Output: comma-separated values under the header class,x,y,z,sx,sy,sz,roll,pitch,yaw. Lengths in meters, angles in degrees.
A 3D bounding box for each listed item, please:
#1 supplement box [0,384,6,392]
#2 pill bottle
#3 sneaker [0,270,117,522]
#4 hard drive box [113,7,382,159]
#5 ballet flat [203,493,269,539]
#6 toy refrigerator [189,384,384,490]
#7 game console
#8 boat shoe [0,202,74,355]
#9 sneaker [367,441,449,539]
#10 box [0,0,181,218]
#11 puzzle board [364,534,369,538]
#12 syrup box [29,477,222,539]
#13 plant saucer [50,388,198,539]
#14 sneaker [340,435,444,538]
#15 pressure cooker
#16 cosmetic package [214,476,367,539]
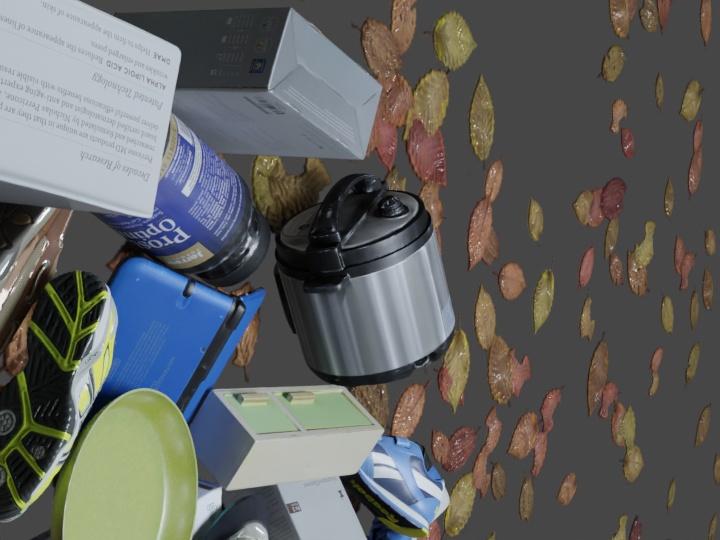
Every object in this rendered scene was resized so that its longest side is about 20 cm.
class,x,y,z,sx,sy,sz,roll,pitch,yaw
supplement box,-0.323,0.180,0.966,0.067,0.069,0.200,25,71,-58
pill bottle,-0.167,-0.065,1.120,0.200,0.112,0.112,43,60,-50
sneaker,-0.234,0.103,0.971,0.076,0.075,0.200,65,45,-64
hard drive box,-0.108,-0.163,1.113,0.156,0.200,0.077,32,68,-55
ballet flat,-0.126,0.276,1.134,0.200,0.073,0.073,-38,126,-48
toy refrigerator,-0.071,0.160,1.245,0.200,0.076,0.070,4,123,-52
game console,-0.190,0.085,1.133,0.171,0.118,0.200,26,98,-26
boat shoe,-0.280,-0.006,1.002,0.200,0.076,0.072,-58,144,-19
sneaker,0.033,0.286,1.504,0.200,0.077,0.111,-43,116,-45
box,-0.270,-0.122,0.874,0.200,0.199,0.131,16,83,-57
puzzle board,-0.050,0.370,1.460,0.200,0.017,0.151,36,64,-54
syrup box,-0.214,0.257,1.130,0.200,0.081,0.079,-25,118,-55
plant saucer,-0.196,0.196,1.026,0.200,0.031,0.200,1,90,-67
sneaker,0.018,0.218,1.435,0.200,0.074,0.082,47,61,-16
pressure cooker,0.003,-0.001,1.324,0.179,0.176,0.200,-22,115,-16
cosmetic package,-0.056,0.286,1.292,0.113,0.081,0.200,-3,61,-57
